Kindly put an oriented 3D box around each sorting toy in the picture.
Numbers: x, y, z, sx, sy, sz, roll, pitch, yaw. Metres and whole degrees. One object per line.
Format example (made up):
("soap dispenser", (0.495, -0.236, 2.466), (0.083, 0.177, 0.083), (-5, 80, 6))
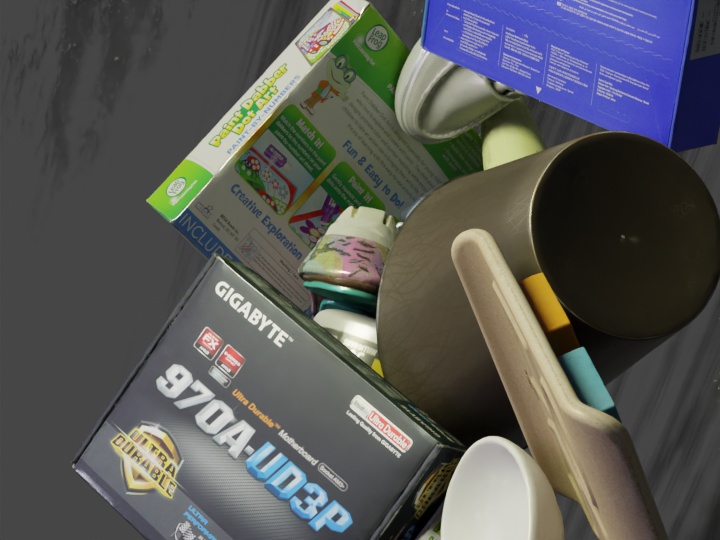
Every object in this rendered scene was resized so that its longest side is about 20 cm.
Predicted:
("sorting toy", (0.114, 0.089, 1.055), (0.200, 0.036, 0.185), (-121, 6, -59))

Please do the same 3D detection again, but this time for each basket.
("basket", (0.106, 0.005, 1.197), (0.200, 0.136, 0.180), (146, 137, -67))

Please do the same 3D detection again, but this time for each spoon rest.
("spoon rest", (0.087, 0.166, 1.101), (0.200, 0.061, 0.099), (56, 133, 46))

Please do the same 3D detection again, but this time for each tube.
("tube", (0.105, -0.085, 1.463), (0.200, 0.052, 0.058), (-96, 27, -56))

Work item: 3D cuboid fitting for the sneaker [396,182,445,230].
("sneaker", (0.054, -0.009, 1.407), (0.200, 0.077, 0.085), (-82, -34, -81))

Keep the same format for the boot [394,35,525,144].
("boot", (0.099, -0.139, 1.387), (0.200, 0.074, 0.096), (-47, 29, 23))

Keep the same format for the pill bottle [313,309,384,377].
("pill bottle", (-0.015, 0.134, 1.320), (0.200, 0.111, 0.111), (-67, 10, -11))

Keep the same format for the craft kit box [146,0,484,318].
("craft kit box", (-0.015, -0.055, 1.475), (0.198, 0.200, 0.049), (-46, 39, -4))

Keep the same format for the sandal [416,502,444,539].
("sandal", (0.035, 0.195, 1.461), (0.059, 0.079, 0.207), (-124, 56, -75))

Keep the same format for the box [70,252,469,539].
("box", (-0.055, 0.111, 1.250), (0.200, 0.046, 0.159), (39, 98, 30))

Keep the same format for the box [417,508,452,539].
("box", (0.026, 0.204, 1.273), (0.110, 0.035, 0.200), (-45, -11, -44))

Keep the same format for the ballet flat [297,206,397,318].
("ballet flat", (0.000, 0.000, 1.371), (0.200, 0.069, 0.071), (89, -160, -78))

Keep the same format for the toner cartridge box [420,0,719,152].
("toner cartridge box", (0.119, -0.142, 1.203), (0.200, 0.043, 0.095), (30, 121, 42))
